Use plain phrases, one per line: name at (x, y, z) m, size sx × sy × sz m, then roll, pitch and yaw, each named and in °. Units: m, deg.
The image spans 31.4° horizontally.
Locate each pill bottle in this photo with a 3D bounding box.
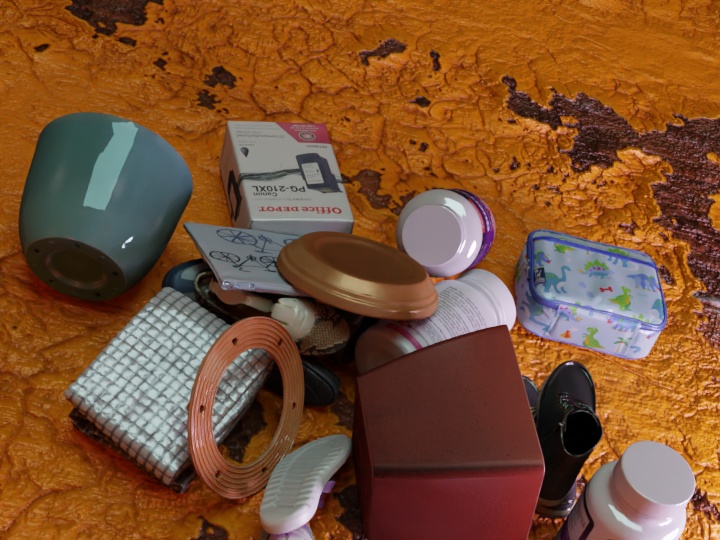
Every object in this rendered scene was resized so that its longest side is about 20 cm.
pill bottle at (0.097, 0.081, 1.588) m, size 0.113 × 0.114 × 0.200 m, roll 40°, pitch 48°, yaw 21°
pill bottle at (0.110, -0.050, 1.663) m, size 0.112 × 0.113 × 0.200 m, roll 27°, pitch 9°, yaw 9°
pill bottle at (0.286, 0.277, 1.393) m, size 0.111 × 0.201 × 0.112 m, roll 9°, pitch 45°, yaw -9°

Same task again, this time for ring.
ring at (-0.127, 0.149, 1.405) m, size 0.019 × 0.201 × 0.200 m, roll 7°, pitch 36°, yaw 32°

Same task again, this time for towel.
towel at (-0.214, 0.137, 1.443) m, size 0.165 × 0.086 × 0.200 m, roll 34°, pitch 56°, yaw 5°

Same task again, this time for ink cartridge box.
ink cartridge box at (-0.102, -0.106, 1.727) m, size 0.144 × 0.085 × 0.201 m, roll -1°, pitch 47°, yaw -18°

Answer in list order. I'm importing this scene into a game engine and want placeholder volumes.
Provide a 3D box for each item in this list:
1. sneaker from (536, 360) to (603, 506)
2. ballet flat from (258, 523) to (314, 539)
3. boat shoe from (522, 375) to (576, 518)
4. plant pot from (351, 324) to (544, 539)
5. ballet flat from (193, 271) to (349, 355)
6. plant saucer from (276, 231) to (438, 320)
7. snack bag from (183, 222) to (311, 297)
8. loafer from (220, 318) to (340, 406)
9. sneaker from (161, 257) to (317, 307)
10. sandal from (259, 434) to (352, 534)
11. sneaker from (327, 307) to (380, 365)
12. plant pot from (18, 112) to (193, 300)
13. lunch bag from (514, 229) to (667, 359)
sneaker at (0.247, 0.164, 1.458) m, size 0.074 × 0.106 × 0.201 m, roll 23°, pitch 48°, yaw -3°
ballet flat at (-0.082, 0.320, 1.323) m, size 0.069 × 0.071 × 0.201 m, roll 16°, pitch 44°, yaw -1°
boat shoe at (0.221, 0.199, 1.540) m, size 0.074 × 0.074 × 0.201 m, roll -1°, pitch 47°, yaw -20°
plant pot at (0.085, 0.201, 1.419) m, size 0.175 × 0.201 × 0.201 m, roll -3°, pitch 47°, yaw -8°
ballet flat at (-0.111, 0.047, 1.488) m, size 0.199 × 0.075 × 0.068 m, roll 19°, pitch 77°, yaw 22°
plant saucer at (0.000, 0.000, 1.521) m, size 0.199 × 0.038 × 0.200 m, roll 16°, pitch 18°, yaw -5°
snack bag at (-0.104, -0.007, 1.546) m, size 0.187 × 0.022 × 0.200 m, roll 7°, pitch 20°, yaw -25°
loafer at (-0.110, 0.096, 1.539) m, size 0.199 × 0.072 × 0.063 m, roll 22°, pitch 40°, yaw 8°
sneaker at (-0.143, 0.017, 1.582) m, size 0.199 × 0.082 × 0.071 m, roll -2°, pitch 91°, yaw -17°
sandal at (-0.062, 0.242, 1.408) m, size 0.082 × 0.050 × 0.203 m, roll -9°, pitch 16°, yaw 21°
sneaker at (-0.012, 0.040, 1.633) m, size 0.089 × 0.067 × 0.200 m, roll 24°, pitch 43°, yaw 17°
plant pot at (-0.320, -0.063, 1.544) m, size 0.199 × 0.201 × 0.162 m, roll 16°, pitch 55°, yaw -3°
lunch bag at (0.309, 0.027, 1.737) m, size 0.199 × 0.083 × 0.161 m, roll 14°, pitch 41°, yaw -6°
